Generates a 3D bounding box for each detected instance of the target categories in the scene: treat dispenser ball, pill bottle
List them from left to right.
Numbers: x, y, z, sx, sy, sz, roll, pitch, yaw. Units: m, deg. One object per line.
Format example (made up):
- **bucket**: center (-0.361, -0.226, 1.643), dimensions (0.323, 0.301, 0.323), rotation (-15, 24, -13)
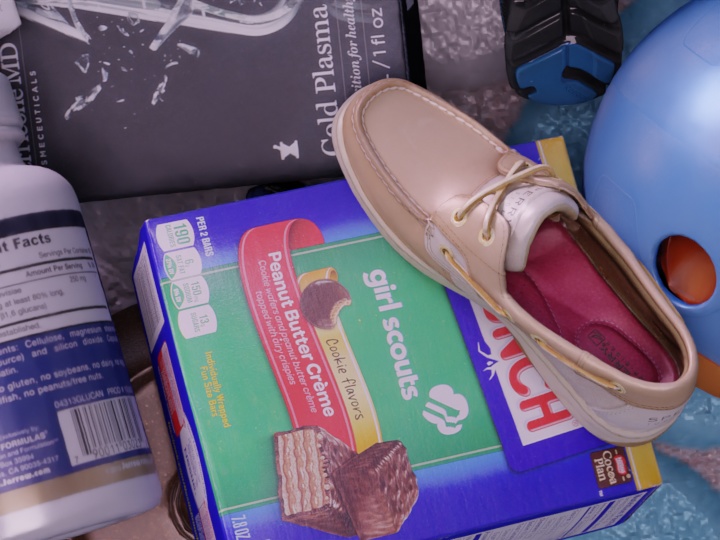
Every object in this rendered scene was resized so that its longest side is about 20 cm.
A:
- **pill bottle**: center (-0.164, 0.021, 1.058), dimensions (0.110, 0.111, 0.201), rotation (-17, 84, 6)
- **treat dispenser ball**: center (0.200, -0.035, 1.109), dimensions (0.199, 0.201, 0.202), rotation (0, 100, 3)

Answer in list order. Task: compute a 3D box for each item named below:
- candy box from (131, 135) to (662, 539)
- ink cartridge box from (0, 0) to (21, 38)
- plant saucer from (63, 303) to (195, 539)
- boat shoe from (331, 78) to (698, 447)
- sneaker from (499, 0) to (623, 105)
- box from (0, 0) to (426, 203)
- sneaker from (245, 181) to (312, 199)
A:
- **candy box**: center (0.015, 0.047, 1.091), dimensions (0.199, 0.077, 0.170), rotation (-12, 75, -16)
- **ink cartridge box**: center (-0.252, -0.178, 1.055), dimensions (0.084, 0.145, 0.201), rotation (-22, 84, 47)
- **plant saucer**: center (-0.068, 0.107, 1.130), dimensions (0.199, 0.037, 0.202), rotation (1, 83, -5)
- **boat shoe**: center (0.072, -0.014, 1.043), dimensions (0.200, 0.069, 0.074), rotation (44, 69, 5)
- **sneaker**: center (0.088, -0.170, 1.108), dimensions (0.073, 0.082, 0.201), rotation (-1, 137, -6)
- **box**: center (-0.075, -0.142, 1.145), dimensions (0.195, 0.124, 0.201), rotation (-6, 100, 6)
- **sneaker**: center (-0.001, 0.000, 1.187), dimensions (0.198, 0.081, 0.116), rotation (-21, 101, 8)
